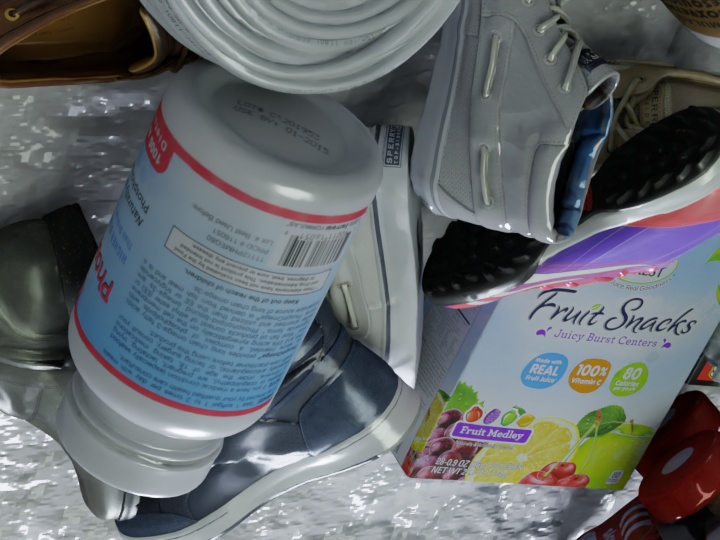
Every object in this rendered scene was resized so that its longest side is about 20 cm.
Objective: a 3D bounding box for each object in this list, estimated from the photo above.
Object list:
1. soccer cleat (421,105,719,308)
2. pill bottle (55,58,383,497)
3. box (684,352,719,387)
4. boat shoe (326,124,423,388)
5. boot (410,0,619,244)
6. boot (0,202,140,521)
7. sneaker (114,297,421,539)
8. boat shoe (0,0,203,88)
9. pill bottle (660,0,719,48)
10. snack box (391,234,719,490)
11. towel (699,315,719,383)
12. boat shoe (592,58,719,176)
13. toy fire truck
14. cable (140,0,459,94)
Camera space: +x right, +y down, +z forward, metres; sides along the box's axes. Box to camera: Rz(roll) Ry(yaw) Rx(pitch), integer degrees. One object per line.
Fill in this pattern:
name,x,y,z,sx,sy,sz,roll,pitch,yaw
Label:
soccer cleat,0.123,-0.017,1.157,0.199,0.068,0.073,-26,131,30
pill bottle,-0.075,0.008,1.052,0.108,0.109,0.201,6,125,-34
box,0.289,-0.013,1.378,0.136,0.038,0.201,5,124,-34
boat shoe,0.000,0.000,1.199,0.065,0.072,0.200,1,143,5
boot,0.091,-0.115,1.095,0.073,0.095,0.201,-11,115,-52
boot,-0.190,0.059,1.145,0.130,0.068,0.201,-16,126,-12
sneaker,-0.088,0.066,1.200,0.202,0.077,0.146,-29,119,26
boat shoe,-0.100,-0.118,1.035,0.199,0.068,0.072,-11,131,-23
pill bottle,0.195,-0.178,1.126,0.114,0.115,0.200,-43,137,9
snack box,0.121,0.032,1.296,0.168,0.068,0.201,6,121,-33
towel,0.316,0.010,1.342,0.171,0.048,0.200,22,108,-41
boat shoe,0.146,-0.082,1.181,0.199,0.073,0.065,3,170,-16
toy fire truck,0.188,0.180,1.380,0.168,0.200,0.112,-40,98,10
cable,-0.022,-0.182,0.985,0.200,0.069,0.201,27,88,-39
